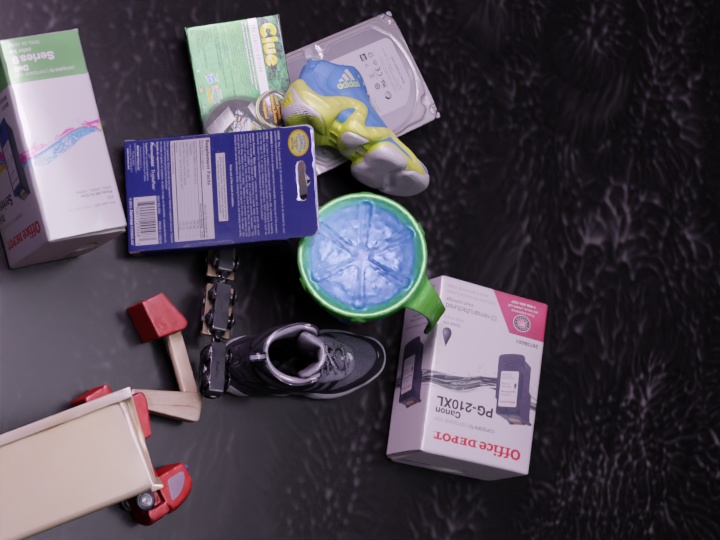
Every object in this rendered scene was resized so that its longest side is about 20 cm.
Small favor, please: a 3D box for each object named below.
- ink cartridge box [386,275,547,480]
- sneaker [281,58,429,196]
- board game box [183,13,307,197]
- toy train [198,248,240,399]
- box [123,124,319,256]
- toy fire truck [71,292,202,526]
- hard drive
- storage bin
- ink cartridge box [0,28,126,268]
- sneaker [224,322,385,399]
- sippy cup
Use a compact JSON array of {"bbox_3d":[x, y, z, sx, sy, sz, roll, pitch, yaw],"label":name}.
[{"bbox_3d":[0.120,0.123,1.675,0.145,0.084,0.200,15,73,-24],"label":"ink cartridge box"},{"bbox_3d":[0.005,-0.164,1.633,0.200,0.076,0.105,33,55,-34],"label":"sneaker"},{"bbox_3d":[-0.122,-0.170,1.611,0.105,0.023,0.200,-9,90,-8],"label":"board game box"},{"bbox_3d":[-0.148,0.040,1.554,0.034,0.046,0.200,11,62,-18],"label":"toy train"},{"bbox_3d":[-0.142,-0.082,1.547,0.200,0.032,0.121,-5,81,7],"label":"box"},{"bbox_3d":[-0.211,0.140,1.515,0.141,0.049,0.200,-31,96,-31],"label":"toy fire truck"},{"bbox_3d":[-0.018,-0.196,1.691,0.200,0.038,0.140,-27,93,-29],"label":"hard drive"},{"bbox_3d":[-0.287,0.185,1.352,0.200,0.199,0.094,-21,88,-10],"label":"storage bin"},{"bbox_3d":[-0.308,-0.115,1.457,0.087,0.145,0.200,-15,88,-29],"label":"ink cartridge box"},{"bbox_3d":[-0.045,0.095,1.574,0.200,0.114,0.076,-2,81,-28],"label":"sneaker"},{"bbox_3d":[0.000,0.000,1.597,0.140,0.130,0.178,-20,77,-7],"label":"sippy cup"}]
